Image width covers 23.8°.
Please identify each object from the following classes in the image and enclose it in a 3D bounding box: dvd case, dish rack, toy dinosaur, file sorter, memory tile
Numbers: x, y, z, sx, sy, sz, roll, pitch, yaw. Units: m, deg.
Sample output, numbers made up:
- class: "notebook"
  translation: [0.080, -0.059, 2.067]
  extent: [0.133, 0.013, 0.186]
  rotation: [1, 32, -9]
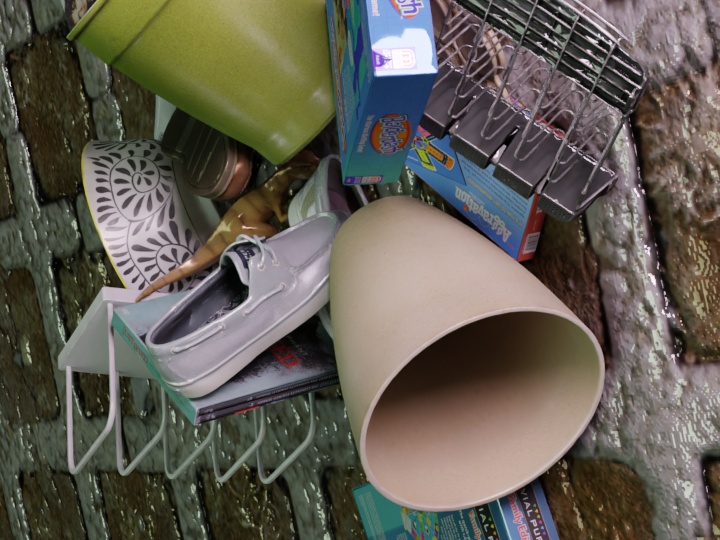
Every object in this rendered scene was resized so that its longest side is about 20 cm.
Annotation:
- class: "dvd case"
  translation: [-0.088, 0.057, 1.428]
  extent: [0.146, 0.199, 0.022]
  rotation: [45, 134, 40]
- class: "dish rack"
  translation: [0.113, -0.123, 1.108]
  extent: [0.153, 0.055, 0.200]
  rotation: [34, 151, 9]
- class: "toy dinosaur"
  translation: [-0.107, -0.033, 1.492]
  extent: [0.200, 0.106, 0.060]
  rotation: [-42, 51, 4]
- class: "file sorter"
  translation: [-0.152, 0.111, 1.514]
  extent: [0.139, 0.198, 0.125]
  rotation: [-48, 43, 51]
- class: "memory tile"
  translation: [0.043, -0.201, 1.229]
  extent: [0.200, 0.017, 0.154]
  rotation: [46, 162, 36]

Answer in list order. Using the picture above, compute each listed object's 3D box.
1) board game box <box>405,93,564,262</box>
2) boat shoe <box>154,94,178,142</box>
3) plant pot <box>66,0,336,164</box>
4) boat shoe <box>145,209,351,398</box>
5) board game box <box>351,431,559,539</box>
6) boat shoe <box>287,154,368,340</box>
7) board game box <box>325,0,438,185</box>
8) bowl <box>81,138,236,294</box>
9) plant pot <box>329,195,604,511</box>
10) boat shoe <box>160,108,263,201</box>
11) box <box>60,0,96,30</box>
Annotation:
- class: "board game box"
  translation: [0.076, -0.103, 1.296]
  extent: [0.200, 0.019, 0.104]
  rotation: [44, 132, 40]
- class: "boat shoe"
  translation: [-0.155, -0.215, 1.564]
  extent: [0.069, 0.056, 0.202]
  rotation: [179, 95, -81]
- class: "plant pot"
  translation: [-0.092, -0.191, 1.333]
  extent: [0.193, 0.201, 0.200]
  rotation: [42, 147, -12]
- class: "boat shoe"
  translation: [-0.083, 0.013, 1.332]
  extent: [0.070, 0.201, 0.072]
  rotation: [36, 163, 45]
- class: "board game box"
  translation: [0.081, 0.222, 1.369]
  extent: [0.200, 0.047, 0.152]
  rotation: [-31, 74, 55]
- class: "boat shoe"
  translation: [0.001, -0.001, 1.395]
  extent: [0.065, 0.074, 0.203]
  rotation: [-59, 44, 45]
- class: "board game box"
  translation: [0.011, -0.163, 1.159]
  extent: [0.200, 0.045, 0.153]
  rotation: [112, 153, -73]
- class: "bowl"
  translation: [-0.167, -0.048, 1.577]
  extent: [0.202, 0.094, 0.201]
  rotation: [61, -169, -20]
- class: "plant pot"
  translation: [0.054, 0.039, 1.259]
  extent: [0.201, 0.186, 0.188]
  rotation: [-119, 34, -46]
- class: "boat shoe"
  translation: [-0.113, -0.100, 1.452]
  extent: [0.072, 0.068, 0.200]
  rotation: [-62, 23, 10]
- class: "box"
  translation: [-0.239, -0.311, 1.666]
  extent: [0.200, 0.049, 0.083]
  rotation: [-39, 68, 53]
